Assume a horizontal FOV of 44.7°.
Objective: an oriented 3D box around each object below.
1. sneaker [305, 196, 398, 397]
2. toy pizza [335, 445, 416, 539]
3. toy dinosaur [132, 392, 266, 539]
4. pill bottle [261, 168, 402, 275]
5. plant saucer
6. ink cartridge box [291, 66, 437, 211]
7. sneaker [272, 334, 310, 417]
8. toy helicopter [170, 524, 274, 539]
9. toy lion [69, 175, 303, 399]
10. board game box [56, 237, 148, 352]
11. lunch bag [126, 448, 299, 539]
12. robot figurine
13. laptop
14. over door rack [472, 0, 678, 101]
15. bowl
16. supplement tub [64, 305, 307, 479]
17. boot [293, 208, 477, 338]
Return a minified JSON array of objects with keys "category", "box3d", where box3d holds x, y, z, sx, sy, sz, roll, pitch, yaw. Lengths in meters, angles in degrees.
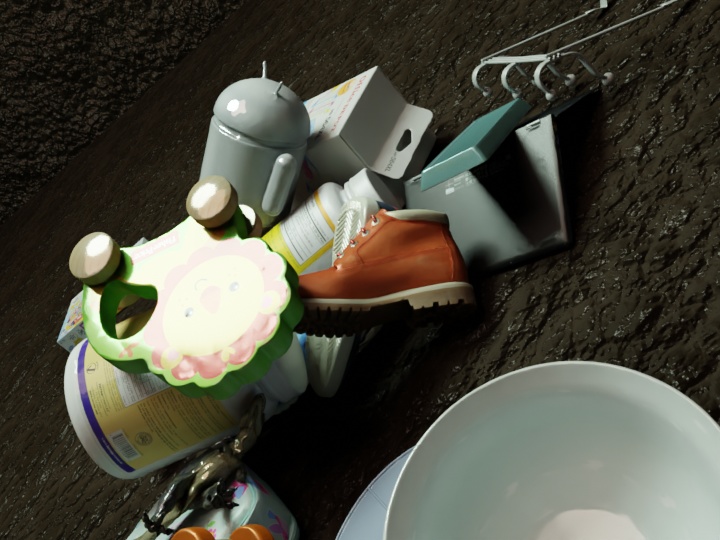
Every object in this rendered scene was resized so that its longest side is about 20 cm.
[{"category":"sneaker","box3d":[0.007,0.032,0.874,0.075,0.083,0.204,28,104,55]},{"category":"toy pizza","box3d":[0.052,0.203,0.618,0.199,0.032,0.202,-35,28,21]},{"category":"toy dinosaur","box3d":[-0.144,0.189,0.737,0.199,0.048,0.088,-41,9,-7]},{"category":"pill bottle","box3d":[-0.046,-0.021,0.982,0.199,0.109,0.110,-39,27,14]},{"category":"plant saucer","box3d":[0.112,-0.126,0.840,0.069,0.019,0.200,-24,13,30]},{"category":"ink cartridge box","box3d":[-0.012,-0.147,1.089,0.198,0.125,0.130,-16,39,46]},{"category":"sneaker","box3d":[-0.126,0.113,0.935,0.199,0.090,0.079,-35,29,19]},{"category":"toy helicopter","box3d":[-0.078,0.284,0.626,0.199,0.078,0.134,30,99,40]},{"category":"toy lion","box3d":[-0.148,0.028,0.754,0.197,0.069,0.194,-23,54,10]},{"category":"board game box","box3d":[-0.455,0.043,1.573,0.199,0.034,0.135,-38,27,17]},{"category":"lunch bag","box3d":[-0.149,0.268,0.771,0.201,0.077,0.160,-51,28,-10]},{"category":"robot figurine","box3d":[-0.121,-0.130,0.998,0.169,0.111,0.203,42,125,43]},{"category":"laptop","box3d":[0.150,-0.081,0.892,0.186,0.115,0.204,-21,64,41]},{"category":"over door rack","box3d":[0.234,-0.241,0.933,0.199,0.067,0.147,-37,22,-11]},{"category":"bowl","box3d":[0.118,0.159,0.486,0.198,0.091,0.204,-14,47,16]},{"category":"supplement tub","box3d":[-0.165,0.099,0.843,0.197,0.147,0.146,-24,30,8]},{"category":"boot","box3d":[0.000,0.000,0.797,0.075,0.196,0.109,110,151,-68]}]
